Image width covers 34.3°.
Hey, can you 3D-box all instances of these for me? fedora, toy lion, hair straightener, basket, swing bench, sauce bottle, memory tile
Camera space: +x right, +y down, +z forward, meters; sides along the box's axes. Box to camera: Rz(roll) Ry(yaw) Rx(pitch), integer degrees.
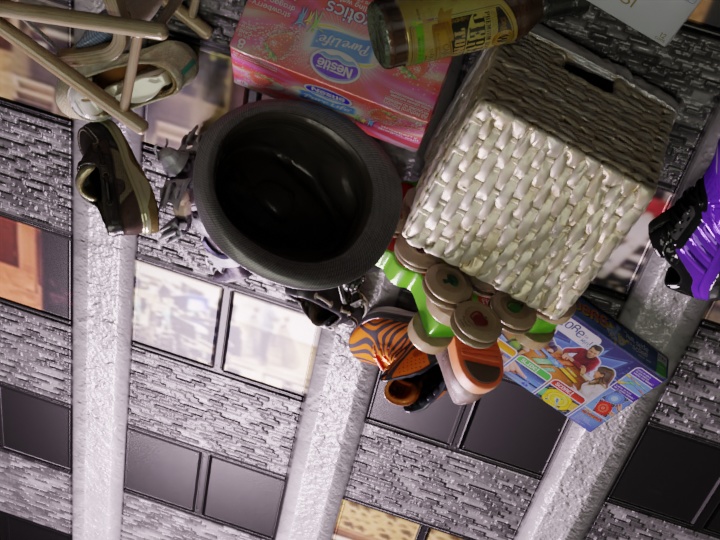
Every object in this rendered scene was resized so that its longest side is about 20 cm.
[{"bbox_3d":[-0.067,-0.067,1.113,0.198,0.179,0.090,22,164,-8],"label":"fedora"},{"bbox_3d":[0.104,-0.012,1.214,0.198,0.193,0.069,1,144,-25],"label":"toy lion"},{"bbox_3d":[0.000,0.000,1.233,0.040,0.200,0.078,-14,91,5],"label":"hair straightener"},{"bbox_3d":[0.170,-0.098,1.117,0.197,0.162,0.201,27,131,-4],"label":"basket"},{"bbox_3d":[-0.248,-0.261,1.091,0.198,0.200,0.130,22,133,-2],"label":"swing bench"},{"bbox_3d":[0.107,-0.230,1.038,0.198,0.065,0.065,-15,130,-8],"label":"sauce bottle"},{"bbox_3d":[0.109,-0.014,1.166,0.201,0.152,0.017,52,138,27],"label":"memory tile"}]

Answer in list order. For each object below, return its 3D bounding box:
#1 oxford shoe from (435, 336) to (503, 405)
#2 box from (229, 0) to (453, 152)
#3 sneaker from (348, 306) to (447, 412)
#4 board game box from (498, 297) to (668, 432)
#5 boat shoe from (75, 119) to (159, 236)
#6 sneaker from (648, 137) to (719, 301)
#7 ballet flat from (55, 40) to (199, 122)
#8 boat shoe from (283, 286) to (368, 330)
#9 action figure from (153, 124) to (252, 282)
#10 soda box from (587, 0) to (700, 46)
[{"bbox_3d":[0.097,0.046,1.254,0.070,0.202,0.073,5,150,-22],"label":"oxford shoe"},{"bbox_3d":[-0.016,-0.201,1.108,0.198,0.096,0.103,21,169,0],"label":"box"},{"bbox_3d":[0.040,0.104,1.347,0.199,0.112,0.078,-13,125,49],"label":"sneaker"},{"bbox_3d":[0.235,0.094,1.344,0.199,0.035,0.135,35,132,-13],"label":"board game box"},{"bbox_3d":[-0.276,-0.103,1.254,0.064,0.200,0.074,-14,127,-25],"label":"boat shoe"},{"bbox_3d":[0.337,-0.048,1.163,0.098,0.070,0.202,6,131,17],"label":"sneaker"},{"bbox_3d":[-0.262,-0.197,1.246,0.198,0.063,0.068,-15,123,30],"label":"ballet flat"},{"bbox_3d":[-0.040,0.034,1.319,0.073,0.061,0.200,15,163,14],"label":"boat shoe"},{"bbox_3d":[-0.174,-0.070,1.285,0.069,0.131,0.200,6,147,34],"label":"action figure"},{"bbox_3d":[0.201,-0.281,1.008,0.199,0.068,0.064,29,132,-6],"label":"soda box"}]
